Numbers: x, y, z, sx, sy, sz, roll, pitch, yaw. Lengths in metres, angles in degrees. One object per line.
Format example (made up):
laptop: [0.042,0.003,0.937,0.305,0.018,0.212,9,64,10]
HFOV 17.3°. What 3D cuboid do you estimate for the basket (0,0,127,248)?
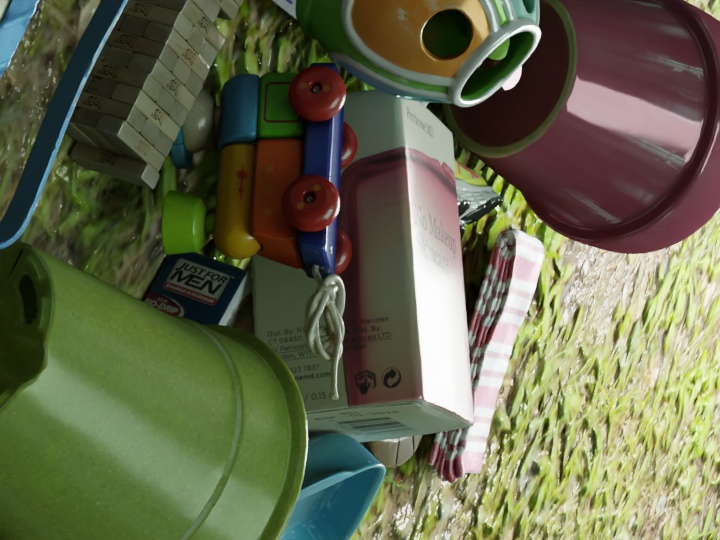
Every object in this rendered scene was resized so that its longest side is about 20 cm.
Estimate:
basket: [-0.201,-0.121,1.114,0.200,0.138,0.178,32,77,-51]

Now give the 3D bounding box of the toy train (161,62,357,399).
toy train: [-0.065,-0.022,1.379,0.085,0.115,0.202,75,17,-66]

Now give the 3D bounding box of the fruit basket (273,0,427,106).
fruit basket: [0.033,-0.220,1.531,0.200,0.093,0.186,35,79,-54]

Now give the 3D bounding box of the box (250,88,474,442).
box: [0.000,0.000,1.493,0.128,0.108,0.202,30,54,-69]

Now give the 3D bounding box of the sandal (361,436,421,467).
sandal: [0.029,0.091,1.757,0.200,0.054,0.081,-35,143,-70]

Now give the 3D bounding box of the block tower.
block tower: [-0.109,-0.151,1.356,0.201,0.054,0.058,-67,151,-11]

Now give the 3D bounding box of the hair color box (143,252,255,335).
hair color box: [-0.122,0.099,1.471,0.201,0.060,0.100,-63,151,-18]

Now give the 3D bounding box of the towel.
towel: [0.105,0.067,1.859,0.146,0.030,0.202,6,101,-78]

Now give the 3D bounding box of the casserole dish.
casserole dish: [-0.053,0.160,1.514,0.120,0.039,0.200,-22,159,-22]

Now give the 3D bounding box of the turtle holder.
turtle holder: [0.039,-0.160,1.423,0.141,0.132,0.186,-41,165,-11]

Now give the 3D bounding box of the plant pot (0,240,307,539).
plant pot: [-0.160,0.077,1.284,0.190,0.199,0.201,44,67,-47]

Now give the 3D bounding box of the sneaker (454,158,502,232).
sneaker: [0.041,-0.065,1.659,0.078,0.091,0.200,-35,172,5]

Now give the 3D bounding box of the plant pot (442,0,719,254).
plant pot: [0.162,-0.124,1.737,0.178,0.199,0.202,15,93,-46]
